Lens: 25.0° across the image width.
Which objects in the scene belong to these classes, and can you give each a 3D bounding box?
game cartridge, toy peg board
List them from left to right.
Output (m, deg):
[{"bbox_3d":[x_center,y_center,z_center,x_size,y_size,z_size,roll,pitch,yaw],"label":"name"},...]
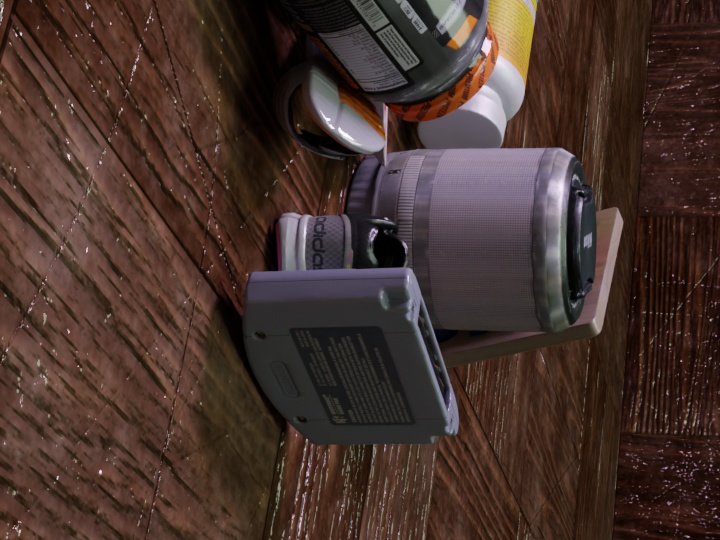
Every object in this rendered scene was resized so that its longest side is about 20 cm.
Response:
[{"bbox_3d":[-0.010,0.063,1.162,0.200,0.133,0.042,70,26,-53],"label":"game cartridge"},{"bbox_3d":[0.141,-0.012,1.613,0.098,0.200,0.199,62,29,-26],"label":"toy peg board"}]

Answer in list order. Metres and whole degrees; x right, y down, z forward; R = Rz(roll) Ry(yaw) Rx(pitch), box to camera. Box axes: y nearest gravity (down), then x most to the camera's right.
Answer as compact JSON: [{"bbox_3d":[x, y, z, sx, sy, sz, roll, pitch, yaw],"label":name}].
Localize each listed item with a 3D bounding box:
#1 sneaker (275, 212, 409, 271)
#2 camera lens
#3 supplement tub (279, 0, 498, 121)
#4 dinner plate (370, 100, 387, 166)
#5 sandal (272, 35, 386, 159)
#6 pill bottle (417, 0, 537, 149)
[{"bbox_3d":[0.000,0.000,1.277,0.200,0.087,0.074,40,53,-70],"label":"sneaker"},{"bbox_3d":[0.101,-0.027,1.424,0.160,0.200,0.160,1,90,-74],"label":"camera lens"},{"bbox_3d":[0.010,-0.203,1.143,0.200,0.122,0.123,47,43,-40],"label":"supplement tub"},{"bbox_3d":[0.013,-0.187,1.353,0.200,0.024,0.201,2,90,-89],"label":"dinner plate"},{"bbox_3d":[-0.029,-0.122,1.213,0.079,0.059,0.207,44,15,-18],"label":"sandal"},{"bbox_3d":[0.111,-0.210,1.609,0.113,0.113,0.200,69,27,-53],"label":"pill bottle"}]
